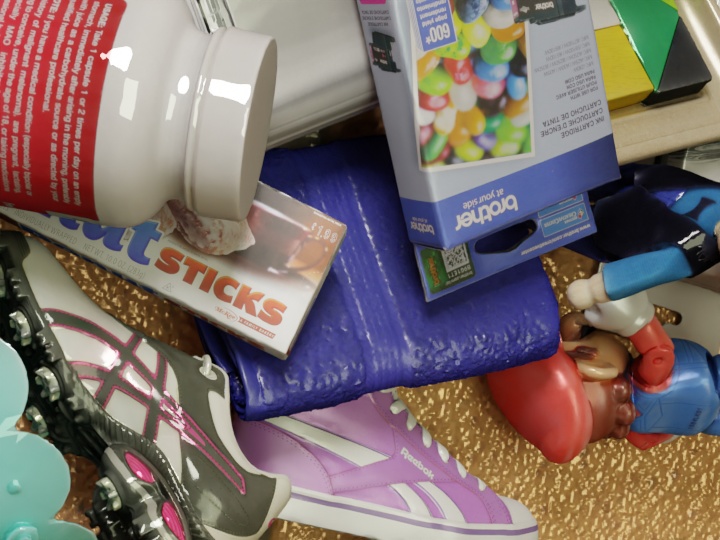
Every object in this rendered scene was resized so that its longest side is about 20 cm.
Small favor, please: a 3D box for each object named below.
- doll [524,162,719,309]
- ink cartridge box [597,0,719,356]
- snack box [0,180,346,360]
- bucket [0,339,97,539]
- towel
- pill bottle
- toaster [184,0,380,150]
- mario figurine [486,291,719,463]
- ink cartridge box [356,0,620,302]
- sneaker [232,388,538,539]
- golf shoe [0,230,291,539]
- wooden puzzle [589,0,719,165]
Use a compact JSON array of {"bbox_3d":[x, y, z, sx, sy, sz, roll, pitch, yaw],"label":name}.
[{"bbox_3d":[0.158,-0.026,0.957,0.136,0.199,0.049,-39,119,-22],"label":"doll"},{"bbox_3d":[0.219,-0.051,1.066,0.115,0.068,0.203,15,85,-30],"label":"ink cartridge box"},{"bbox_3d":[-0.110,-0.032,0.861,0.198,0.024,0.073,26,80,1],"label":"snack box"},{"bbox_3d":[-0.211,0.079,0.764,0.134,0.207,0.209,-25,104,-14],"label":"bucket"},{"bbox_3d":[0.000,0.000,0.935,0.198,0.050,0.149,-10,68,-26],"label":"towel"},{"bbox_3d":[-0.142,-0.083,0.794,0.197,0.112,0.114,11,87,4],"label":"pill bottle"},{"bbox_3d":[-0.046,-0.143,0.893,0.128,0.113,0.202,-25,107,-22],"label":"toaster"},{"bbox_3d":[0.170,0.052,1.027,0.197,0.106,0.125,2,104,-9],"label":"mario figurine"},{"bbox_3d":[0.066,-0.094,0.876,0.118,0.042,0.202,-21,110,-27],"label":"ink cartridge box"},{"bbox_3d":[0.024,0.094,0.966,0.199,0.072,0.116,17,81,-28],"label":"sneaker"},{"bbox_3d":[-0.116,0.061,0.858,0.088,0.077,0.201,-27,76,-27],"label":"golf shoe"},{"bbox_3d":[0.114,-0.144,0.977,0.198,0.037,0.187,-17,73,-25],"label":"wooden puzzle"}]
